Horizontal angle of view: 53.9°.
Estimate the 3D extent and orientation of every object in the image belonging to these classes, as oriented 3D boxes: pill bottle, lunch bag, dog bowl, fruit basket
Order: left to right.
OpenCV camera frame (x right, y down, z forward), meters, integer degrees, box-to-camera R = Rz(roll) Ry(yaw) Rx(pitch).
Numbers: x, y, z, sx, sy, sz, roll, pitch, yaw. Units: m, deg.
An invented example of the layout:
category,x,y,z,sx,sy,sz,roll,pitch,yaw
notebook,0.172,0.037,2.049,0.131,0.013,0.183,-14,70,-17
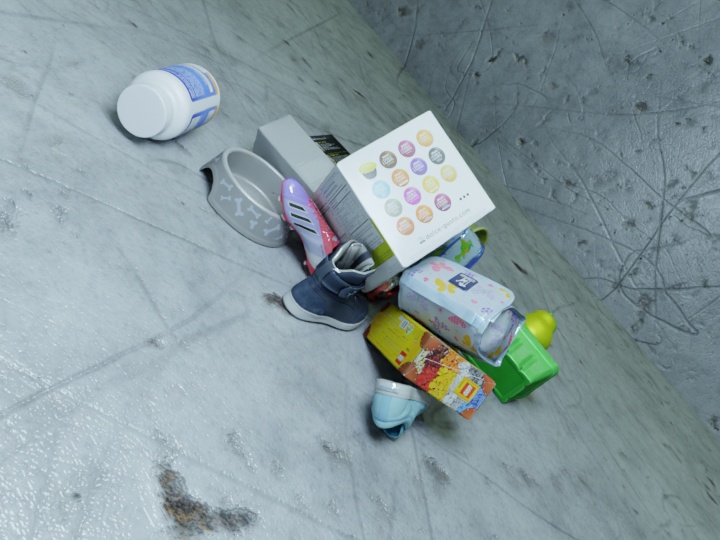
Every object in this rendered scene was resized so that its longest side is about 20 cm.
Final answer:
category,x,y,z,sx,sy,sz,roll,pitch,yaw
pill bottle,-0.320,-0.280,1.178,0.112,0.112,0.200,44,22,-6
dog bowl,-0.185,-0.134,1.244,0.200,0.059,0.200,37,25,-20
lunch bag,0.143,-0.040,1.404,0.082,0.161,0.200,47,2,-25
lunch bag,0.168,0.063,1.173,0.169,0.127,0.200,30,0,29
fruit basket,0.338,0.163,1.542,0.215,0.156,0.216,24,41,-23

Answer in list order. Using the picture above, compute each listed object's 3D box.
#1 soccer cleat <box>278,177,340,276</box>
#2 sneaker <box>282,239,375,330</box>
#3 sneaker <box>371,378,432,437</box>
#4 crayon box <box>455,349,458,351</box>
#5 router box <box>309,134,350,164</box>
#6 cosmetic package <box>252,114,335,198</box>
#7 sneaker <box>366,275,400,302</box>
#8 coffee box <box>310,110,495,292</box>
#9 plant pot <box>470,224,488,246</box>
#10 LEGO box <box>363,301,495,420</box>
category,x,y,z,sx,sy,sz,roll,pitch,yaw
soccer cleat,-0.075,-0.069,1.203,0.067,0.076,0.200,-53,130,-54
sneaker,-0.014,0.026,1.170,0.202,0.146,0.077,12,39,-56
sneaker,0.056,0.216,1.099,0.074,0.082,0.200,13,-9,24
crayon box,0.165,0.092,1.408,0.200,0.051,0.127,-84,171,-60
router box,-0.067,-0.246,1.645,0.149,0.051,0.200,47,22,5
cosmetic package,-0.116,-0.185,1.349,0.090,0.107,0.200,-28,73,-31
sneaker,0.001,0.000,1.337,0.201,0.067,0.108,9,51,-47
coffee box,0.060,-0.111,1.199,0.198,0.200,0.200,57,-22,1
plant pot,0.155,-0.072,1.603,0.184,0.201,0.200,43,20,22
LEGO box,0.109,0.145,1.181,0.149,0.077,0.200,37,0,-22
